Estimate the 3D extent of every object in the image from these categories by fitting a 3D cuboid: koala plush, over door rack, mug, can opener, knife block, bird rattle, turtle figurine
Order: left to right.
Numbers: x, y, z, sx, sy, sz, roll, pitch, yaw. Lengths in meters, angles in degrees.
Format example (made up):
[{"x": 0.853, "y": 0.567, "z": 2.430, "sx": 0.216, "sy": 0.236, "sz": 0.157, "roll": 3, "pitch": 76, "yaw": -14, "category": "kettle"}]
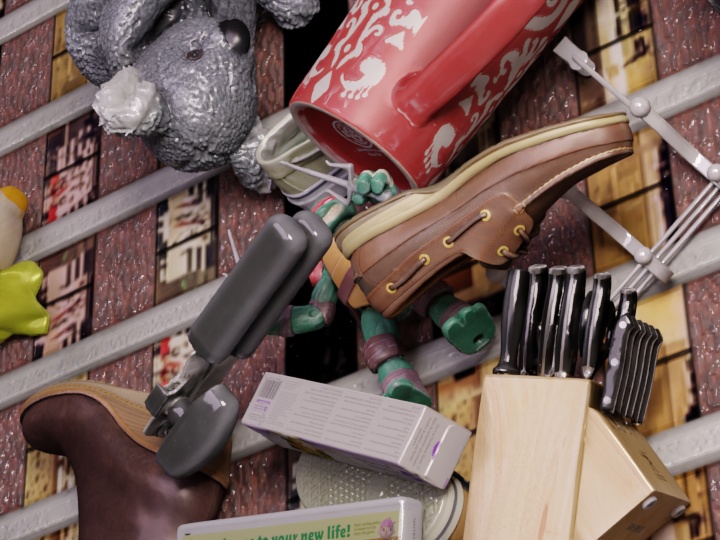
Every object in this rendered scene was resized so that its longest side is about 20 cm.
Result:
[{"x": -0.325, "y": 0.014, "z": 1.796, "sx": 0.200, "sy": 0.113, "sz": 0.163, "roll": -29, "pitch": 35, "yaw": 42, "category": "bird rattle"}, {"x": -0.127, "y": -0.147, "z": 1.654, "sx": 0.184, "sy": 0.177, "sz": 0.200, "roll": -43, "pitch": 43, "yaw": 29, "category": "koala plush"}, {"x": -0.078, "y": 0.047, "z": 1.465, "sx": 0.066, "sy": 0.053, "sz": 0.200, "roll": 44, "pitch": 119, "yaw": 22, "category": "can opener"}, {"x": 0.000, "y": 0.000, "z": 1.484, "sx": 0.200, "sy": 0.100, "sz": 0.150, "roll": 50, "pitch": 123, "yaw": 35, "category": "turtle figurine"}, {"x": 0.051, "y": -0.161, "z": 1.466, "sx": 0.133, "sy": 0.178, "sz": 0.200, "roll": 34, "pitch": 78, "yaw": 12, "category": "mug"}, {"x": 0.100, "y": 0.097, "z": 1.326, "sx": 0.200, "sy": 0.064, "sz": 0.176, "roll": -43, "pitch": 62, "yaw": 13, "category": "knife block"}, {"x": 0.130, "y": -0.052, "z": 1.428, "sx": 0.148, "sy": 0.067, "sz": 0.200, "roll": -48, "pitch": 43, "yaw": 6, "category": "over door rack"}]

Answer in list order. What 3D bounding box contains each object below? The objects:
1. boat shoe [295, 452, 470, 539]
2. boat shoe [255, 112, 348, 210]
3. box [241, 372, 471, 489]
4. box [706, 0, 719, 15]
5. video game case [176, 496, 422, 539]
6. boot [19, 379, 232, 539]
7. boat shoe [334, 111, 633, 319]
[{"x": 0.020, "y": 0.140, "z": 1.412, "sx": 0.200, "sy": 0.062, "sz": 0.075, "roll": 21, "pitch": 81, "yaw": 60, "category": "boat shoe"}, {"x": 0.012, "y": -0.124, "z": 1.579, "sx": 0.200, "sy": 0.062, "sz": 0.072, "roll": -46, "pitch": 43, "yaw": 8, "category": "boat shoe"}, {"x": -0.007, "y": 0.097, "z": 1.390, "sx": 0.200, "sy": 0.039, "sz": 0.042, "roll": 5, "pitch": 67, "yaw": 59, "category": "box"}, {"x": 0.286, "y": -0.236, "z": 1.374, "sx": 0.200, "sy": 0.106, "sz": 0.122, "roll": -43, "pitch": 42, "yaw": 13, "category": "box"}, {"x": -0.044, "y": 0.235, "z": 1.352, "sx": 0.200, "sy": 0.022, "sz": 0.183, "roll": -13, "pitch": 68, "yaw": 43, "category": "video game case"}, {"x": -0.182, "y": 0.164, "z": 1.563, "sx": 0.199, "sy": 0.072, "sz": 0.167, "roll": -1, "pitch": 62, "yaw": 37, "category": "boot"}, {"x": 0.082, "y": -0.034, "z": 1.370, "sx": 0.200, "sy": 0.072, "sz": 0.068, "roll": -27, "pitch": 80, "yaw": 20, "category": "boat shoe"}]
